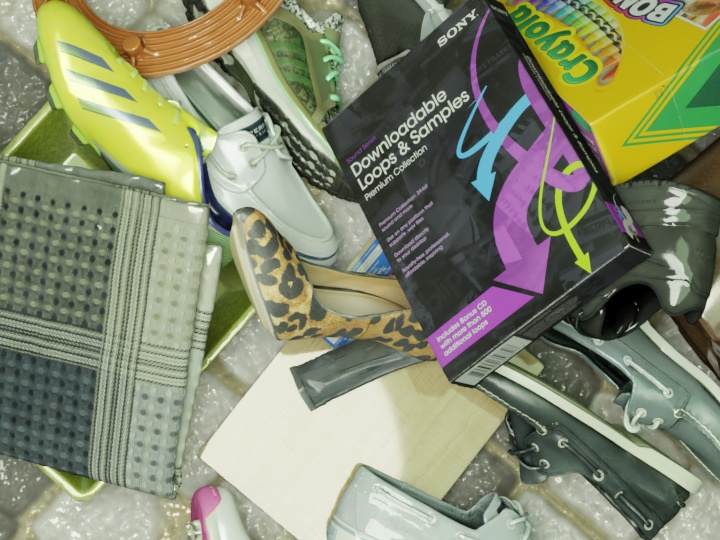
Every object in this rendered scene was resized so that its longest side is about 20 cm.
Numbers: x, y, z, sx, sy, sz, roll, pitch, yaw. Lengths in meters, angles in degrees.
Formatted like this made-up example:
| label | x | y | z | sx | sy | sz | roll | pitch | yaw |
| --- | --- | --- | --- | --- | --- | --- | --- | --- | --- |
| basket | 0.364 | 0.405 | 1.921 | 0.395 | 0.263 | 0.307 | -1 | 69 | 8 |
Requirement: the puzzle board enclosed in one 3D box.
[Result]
| label | x | y | z | sx | sy | sz | roll | pitch | yaw |
| --- | --- | --- | --- | --- | --- | --- | --- | --- | --- |
| puzzle board | 0.008 | 0.096 | 1.117 | 0.150 | 0.017 | 0.200 | 39 | 84 | 2 |

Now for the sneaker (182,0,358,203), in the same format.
| label | x | y | z | sx | sy | sz | roll | pitch | yaw |
| --- | --- | --- | --- | --- | --- | --- | --- | --- | --- |
| sneaker | -0.037 | -0.139 | 1.111 | 0.088 | 0.077 | 0.201 | -35 | 90 | -13 |

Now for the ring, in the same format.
| label | x | y | z | sx | sy | sz | roll | pitch | yaw |
| --- | --- | --- | --- | --- | --- | --- | --- | --- | --- |
| ring | -0.132 | -0.218 | 1.092 | 0.199 | 0.019 | 0.202 | -6 | 61 | 12 |

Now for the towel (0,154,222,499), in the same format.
| label | x | y | z | sx | sy | sz | roll | pitch | yaw |
| --- | --- | --- | --- | --- | --- | --- | --- | --- | --- |
| towel | -0.189 | 0.029 | 1.030 | 0.191 | 0.035 | 0.202 | 13 | 106 | 11 |

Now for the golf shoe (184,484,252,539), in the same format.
| label | x | y | z | sx | sy | sz | roll | pitch | yaw |
| --- | --- | --- | --- | --- | --- | --- | --- | --- | --- |
| golf shoe | -0.057 | 0.233 | 1.082 | 0.091 | 0.075 | 0.202 | -17 | 91 | -15 |

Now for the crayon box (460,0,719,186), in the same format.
| label | x | y | z | sx | sy | sz | roll | pitch | yaw |
| --- | --- | --- | --- | --- | --- | --- | --- | --- | --- |
| crayon box | 0.184 | -0.159 | 1.061 | 0.172 | 0.200 | 0.059 | -29 | 126 | -5 |

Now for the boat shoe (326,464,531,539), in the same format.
| label | x | y | z | sx | sy | sz | roll | pitch | yaw |
| --- | --- | --- | --- | --- | --- | --- | --- | --- | --- |
| boat shoe | 0.079 | 0.182 | 1.075 | 0.199 | 0.070 | 0.072 | 20 | 94 | -8 |

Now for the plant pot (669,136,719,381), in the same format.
| label | x | y | z | sx | sy | sz | roll | pitch | yaw |
| --- | --- | --- | --- | --- | --- | --- | --- | --- | --- |
| plant pot | 0.289 | -0.026 | 1.062 | 0.198 | 0.200 | 0.201 | -36 | 87 | 4 |

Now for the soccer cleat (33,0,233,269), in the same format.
| label | x | y | z | sx | sy | sz | roll | pitch | yaw |
| --- | --- | --- | --- | --- | --- | --- | --- | --- | --- |
| soccer cleat | -0.135 | -0.089 | 1.035 | 0.083 | 0.065 | 0.201 | -27 | 99 | 16 |

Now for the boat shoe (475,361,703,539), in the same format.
| label | x | y | z | sx | sy | sz | roll | pitch | yaw |
| --- | --- | --- | --- | --- | --- | --- | --- | --- | --- |
| boat shoe | 0.134 | 0.118 | 1.087 | 0.199 | 0.074 | 0.066 | 31 | 92 | -19 |

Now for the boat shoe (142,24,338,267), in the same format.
| label | x | y | z | sx | sy | sz | roll | pitch | yaw |
| --- | --- | --- | --- | --- | --- | --- | --- | --- | --- |
| boat shoe | -0.086 | -0.079 | 1.083 | 0.200 | 0.074 | 0.067 | 41 | 127 | 0 |

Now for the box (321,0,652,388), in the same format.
| label | x | y | z | sx | sy | sz | roll | pitch | yaw |
| --- | --- | --- | --- | --- | --- | --- | --- | --- | --- |
| box | 0.071 | -0.051 | 0.998 | 0.143 | 0.036 | 0.201 | -39 | 60 | 23 |

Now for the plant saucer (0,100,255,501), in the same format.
| label | x | y | z | sx | sy | sz | roll | pitch | yaw |
| --- | --- | --- | --- | --- | --- | --- | --- | --- | --- |
| plant saucer | -0.191 | 0.017 | 1.099 | 0.199 | 0.048 | 0.200 | 42 | 84 | 1 |

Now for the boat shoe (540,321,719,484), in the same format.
| label | x | y | z | sx | sy | sz | roll | pitch | yaw |
| --- | --- | --- | --- | --- | --- | --- | --- | --- | --- |
| boat shoe | 0.190 | 0.081 | 1.094 | 0.062 | 0.073 | 0.200 | -38 | 80 | -18 |

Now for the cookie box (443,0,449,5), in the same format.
| label | x | y | z | sx | sy | sz | roll | pitch | yaw |
| --- | --- | --- | --- | --- | --- | --- | --- | --- | --- |
| cookie box | 0.094 | -0.283 | 1.076 | 0.075 | 0.171 | 0.200 | 38 | 85 | -1 |

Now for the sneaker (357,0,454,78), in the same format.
| label | x | y | z | sx | sy | sz | roll | pitch | yaw |
| --- | --- | --- | --- | --- | --- | --- | --- | --- | --- |
| sneaker | 0.035 | -0.100 | 1.091 | 0.115 | 0.075 | 0.201 | -35 | 88 | -25 |

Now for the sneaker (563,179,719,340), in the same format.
| label | x | y | z | sx | sy | sz | roll | pitch | yaw |
| --- | --- | --- | --- | --- | --- | --- | --- | --- | --- |
| sneaker | 0.133 | 0.000 | 1.006 | 0.076 | 0.199 | 0.092 | 16 | 73 | -40 |

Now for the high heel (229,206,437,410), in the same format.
| label | x | y | z | sx | sy | sz | roll | pitch | yaw |
| --- | --- | --- | --- | --- | --- | --- | --- | --- | --- |
| high heel | 0.000 | 0.000 | 1.036 | 0.142 | 0.201 | 0.072 | -26 | 50 | -1 |
